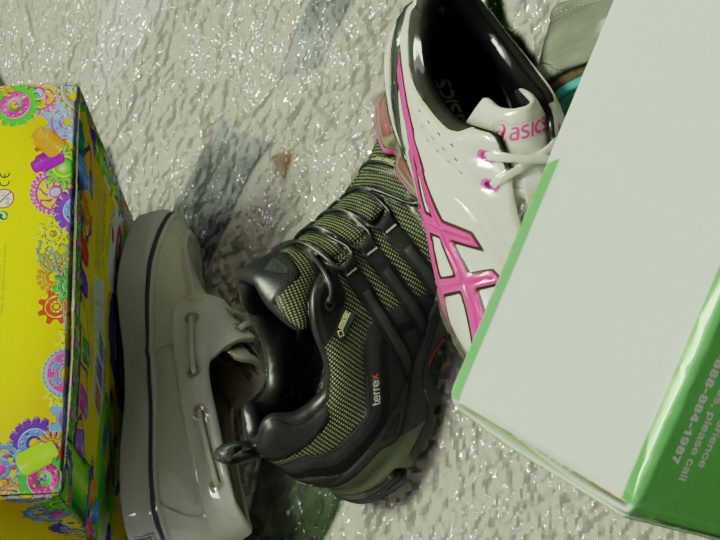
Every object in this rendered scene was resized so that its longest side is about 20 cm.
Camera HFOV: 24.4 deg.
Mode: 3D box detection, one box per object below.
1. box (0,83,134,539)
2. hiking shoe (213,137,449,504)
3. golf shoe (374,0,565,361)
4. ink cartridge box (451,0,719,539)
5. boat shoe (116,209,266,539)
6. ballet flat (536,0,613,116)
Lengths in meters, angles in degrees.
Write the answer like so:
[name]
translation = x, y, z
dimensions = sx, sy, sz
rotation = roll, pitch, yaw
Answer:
[box]
translation = -0.182, 0.043, 0.830
dimensions = 0.121, 0.193, 0.201
rotation = -3, 67, 2
[hiking shoe]
translation = 0.000, 0.000, 0.736
dimensions = 0.076, 0.100, 0.201
rotation = 8, 81, 48
[golf shoe]
translation = 0.058, -0.025, 0.665
dimensions = 0.092, 0.072, 0.201
rotation = 94, 153, -65
[ink cartridge box]
translation = 0.145, 0.011, 0.503
dimensions = 0.084, 0.199, 0.147
rotation = 27, 95, 51
[boat shoe]
translation = -0.080, 0.050, 0.838
dimensions = 0.069, 0.071, 0.201
rotation = -12, 51, 9
[ballet flat]
translation = 0.150, -0.108, 0.645
dimensions = 0.199, 0.067, 0.064
rotation = -14, 57, 43
